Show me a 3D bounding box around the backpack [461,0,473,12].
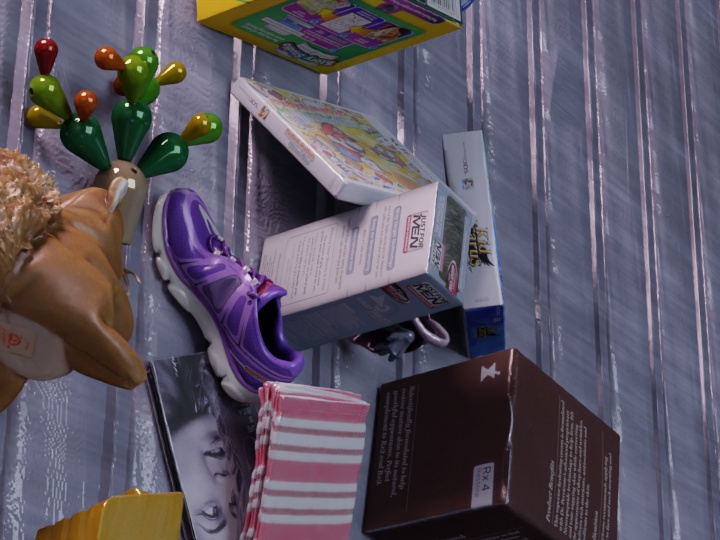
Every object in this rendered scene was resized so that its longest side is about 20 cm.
[{"bbox_3d":[0.062,-0.349,2.001,0.147,0.199,0.184,63,27,-50],"label":"backpack"}]

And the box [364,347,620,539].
[{"bbox_3d":[0.132,0.205,1.881,0.200,0.163,0.167,39,47,-40],"label":"box"}]

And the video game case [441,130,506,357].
[{"bbox_3d":[0.117,-0.024,1.985,0.200,0.045,0.183,75,8,-74],"label":"video game case"}]

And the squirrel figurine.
[{"bbox_3d":[-0.239,-0.019,1.472,0.201,0.141,0.187,58,29,-27],"label":"squirrel figurine"}]

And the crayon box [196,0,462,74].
[{"bbox_3d":[-0.029,-0.257,1.849,0.199,0.172,0.059,17,65,-52],"label":"crayon box"}]

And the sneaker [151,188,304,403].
[{"bbox_3d":[-0.107,0.013,1.684,0.201,0.083,0.081,61,31,1],"label":"sneaker"}]

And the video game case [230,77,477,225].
[{"bbox_3d":[-0.004,-0.110,1.846,0.199,0.023,0.182,11,27,-49],"label":"video game case"}]

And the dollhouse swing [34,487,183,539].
[{"bbox_3d":[-0.253,0.219,1.290,0.175,0.199,0.183,27,53,-33],"label":"dollhouse swing"}]

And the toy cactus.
[{"bbox_3d":[-0.204,-0.106,1.623,0.200,0.102,0.166,13,83,-55],"label":"toy cactus"}]

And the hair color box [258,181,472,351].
[{"bbox_3d":[0.000,0.000,1.749,0.061,0.199,0.100,40,46,-39],"label":"hair color box"}]

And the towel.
[{"bbox_3d":[-0.053,0.200,1.682,0.146,0.030,0.202,13,86,-56],"label":"towel"}]

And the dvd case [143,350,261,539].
[{"bbox_3d":[-0.113,0.167,1.675,0.148,0.016,0.201,-6,81,-57],"label":"dvd case"}]

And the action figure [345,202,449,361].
[{"bbox_3d":[0.038,-0.019,1.876,0.134,0.148,0.200,49,53,-22],"label":"action figure"}]
